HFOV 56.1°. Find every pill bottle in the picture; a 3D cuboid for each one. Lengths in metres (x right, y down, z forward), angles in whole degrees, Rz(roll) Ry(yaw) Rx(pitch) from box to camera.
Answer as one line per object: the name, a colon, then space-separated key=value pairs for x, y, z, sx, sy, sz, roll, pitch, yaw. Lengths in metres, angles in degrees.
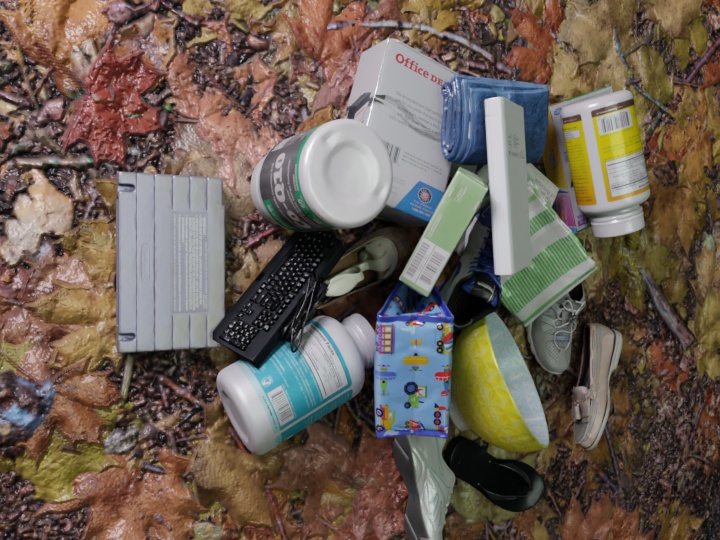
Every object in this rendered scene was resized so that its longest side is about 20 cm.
pill bottle: x=-0.054 y=-0.103 z=0.788 sx=0.110 sy=0.199 sz=0.117 roll=-1 pitch=91 yaw=-27
pill bottle: x=0.372 y=-0.158 z=1.021 sx=0.107 sy=0.109 sz=0.206 roll=-19 pitch=100 yaw=-26
pill bottle: x=-0.070 y=0.130 z=0.837 sx=0.197 sy=0.110 sz=0.113 roll=-27 pitch=103 yaw=-25

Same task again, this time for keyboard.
keyboard: x=-0.087 y=0.020 z=0.815 sx=0.202 sy=0.102 sz=0.040 roll=-55 pitch=157 yaw=-28

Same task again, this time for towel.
towel: x=0.188 y=-0.202 z=0.925 sx=0.197 sy=0.048 sz=0.115 roll=-8 pitch=101 yaw=-41
towel: x=0.237 y=-0.031 z=0.996 sx=0.152 sy=0.023 sz=0.200 roll=-40 pitch=105 yaw=14

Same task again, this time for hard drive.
hard drive: x=0.187 y=-0.104 z=0.846 sx=0.131 sy=0.026 sz=0.206 roll=-14 pitch=101 yaw=-65

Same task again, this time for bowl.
bowl: x=0.177 y=0.171 z=0.959 sx=0.106 sy=0.201 sz=0.203 roll=-26 pitch=108 yaw=19

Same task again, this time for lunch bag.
lunch bag: x=0.064 y=0.098 z=0.874 sx=0.091 sy=0.200 sz=0.155 roll=1 pitch=106 yaw=2

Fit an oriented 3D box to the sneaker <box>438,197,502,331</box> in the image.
sneaker: x=0.167 y=0.004 z=0.915 sx=0.079 sy=0.115 sz=0.202 roll=31 pitch=86 yaw=-10

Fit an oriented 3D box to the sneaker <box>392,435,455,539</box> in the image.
sneaker: x=0.102 y=0.322 z=0.958 sx=0.078 sy=0.070 sz=0.206 roll=-9 pitch=95 yaw=-30

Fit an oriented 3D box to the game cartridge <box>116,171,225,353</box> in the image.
game cartridge: x=-0.222 y=-0.009 z=0.796 sx=0.127 sy=0.038 sz=0.206 roll=0 pitch=91 yaw=-32

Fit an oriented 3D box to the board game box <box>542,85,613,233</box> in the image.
board game box: x=0.367 y=-0.180 z=1.102 sx=0.150 sy=0.040 sz=0.205 roll=-20 pitch=101 yaw=-26

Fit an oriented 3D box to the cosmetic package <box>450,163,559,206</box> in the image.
cosmetic package: x=0.207 y=-0.141 z=1.012 sx=0.198 sy=0.050 sz=0.084 roll=33 pitch=77 yaw=-25

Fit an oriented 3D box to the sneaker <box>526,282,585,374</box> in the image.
sneaker: x=0.310 y=0.061 z=1.054 sx=0.073 sy=0.081 sz=0.206 roll=-3 pitch=93 yaw=-27

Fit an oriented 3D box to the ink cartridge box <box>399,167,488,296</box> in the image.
ink cartridge box: x=0.113 y=-0.058 z=0.870 sx=0.047 sy=0.200 sz=0.148 roll=28 pitch=104 yaw=3

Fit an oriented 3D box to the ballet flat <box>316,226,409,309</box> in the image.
ballet flat: x=0.000 y=0.000 z=0.895 sx=0.197 sy=0.067 sz=0.069 roll=-30 pitch=105 yaw=-24

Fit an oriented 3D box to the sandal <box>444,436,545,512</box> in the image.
sandal: x=0.210 y=0.318 z=1.029 sx=0.197 sy=0.043 sz=0.078 roll=28 pitch=79 yaw=-26

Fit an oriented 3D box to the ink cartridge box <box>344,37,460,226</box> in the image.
ink cartridge box: x=0.051 y=-0.178 z=0.907 sx=0.142 sy=0.083 sz=0.206 roll=18 pitch=83 yaw=-29

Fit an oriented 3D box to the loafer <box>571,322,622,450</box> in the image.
loafer: x=0.372 y=0.186 z=1.107 sx=0.062 sy=0.072 sz=0.205 roll=22 pitch=74 yaw=-9
